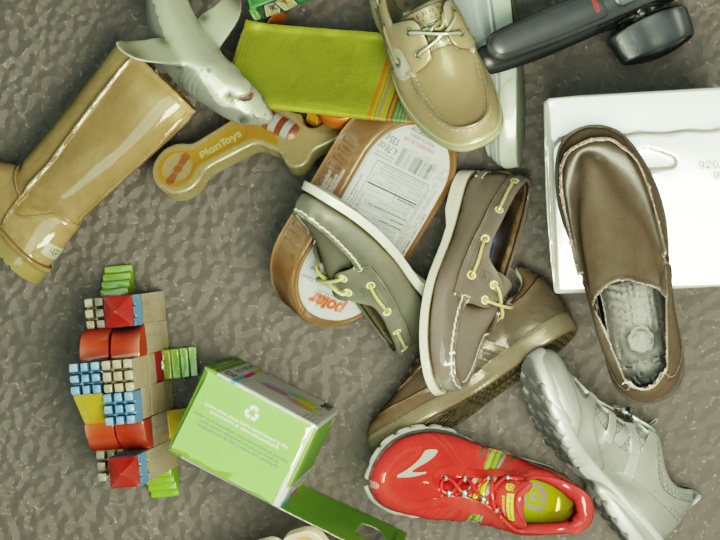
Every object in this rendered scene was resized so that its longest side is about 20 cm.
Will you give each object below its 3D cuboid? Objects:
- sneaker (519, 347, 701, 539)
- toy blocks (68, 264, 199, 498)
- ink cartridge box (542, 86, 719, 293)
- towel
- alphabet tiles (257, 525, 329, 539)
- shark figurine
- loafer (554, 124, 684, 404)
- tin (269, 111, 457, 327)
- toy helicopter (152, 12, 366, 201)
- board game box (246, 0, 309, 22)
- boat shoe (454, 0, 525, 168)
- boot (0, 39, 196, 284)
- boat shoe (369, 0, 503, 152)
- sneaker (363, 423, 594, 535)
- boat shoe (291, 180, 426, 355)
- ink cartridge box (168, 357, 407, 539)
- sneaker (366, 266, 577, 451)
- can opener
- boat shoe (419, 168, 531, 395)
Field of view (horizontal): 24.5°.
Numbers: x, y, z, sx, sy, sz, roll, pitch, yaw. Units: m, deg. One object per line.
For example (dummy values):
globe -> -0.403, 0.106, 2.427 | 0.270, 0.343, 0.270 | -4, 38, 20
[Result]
sneaker -> 0.201, 0.135, 1.349 | 0.082, 0.075, 0.201 | -38, 108, -6
toy blocks -> -0.197, 0.096, 1.371 | 0.099, 0.137, 0.203 | -5, 90, 8
ink cartridge box -> 0.216, -0.059, 1.281 | 0.145, 0.200, 0.147 | -4, 90, 8
towel -> -0.009, -0.159, 1.326 | 0.197, 0.018, 0.087 | 7, 57, 14
alphabet tiles -> -0.028, 0.294, 1.354 | 0.199, 0.015, 0.196 | -21, 113, 35
shark figurine -> -0.147, -0.207, 1.336 | 0.127, 0.090, 0.217 | 2, 65, -22
loafer -> 0.186, -0.005, 1.151 | 0.072, 0.071, 0.202 | -17, 90, 8
tin -> 0.003, -0.045, 1.353 | 0.111, 0.042, 0.201 | 23, 103, -38
toy helicopter -> -0.087, -0.128, 1.380 | 0.199, 0.079, 0.133 | -29, 67, -3
board game box -> -0.009, -0.286, 1.376 | 0.198, 0.023, 0.106 | -19, 63, 8
boat shoe -> 0.095, -0.182, 1.366 | 0.071, 0.070, 0.204 | -7, 84, 12
boot -> -0.256, -0.113, 1.402 | 0.175, 0.066, 0.200 | 43, 95, 20
boat shoe -> 0.052, -0.179, 1.279 | 0.071, 0.065, 0.201 | -21, 58, -2
sneaker -> 0.100, 0.172, 1.324 | 0.198, 0.085, 0.078 | 11, 90, -23
boat shoe -> 0.002, 0.001, 1.307 | 0.060, 0.202, 0.072 | -50, 48, -4
ink cartridge box -> -0.041, 0.151, 1.347 | 0.198, 0.148, 0.076 | 26, 92, 5
sneaker -> 0.082, 0.075, 1.379 | 0.199, 0.070, 0.076 | -32, 69, 3
can opener -> 0.182, -0.200, 1.321 | 0.198, 0.063, 0.079 | -17, 71, -24
boat shoe -> 0.094, 0.007, 1.327 | 0.059, 0.072, 0.202 | 0, 57, 24
